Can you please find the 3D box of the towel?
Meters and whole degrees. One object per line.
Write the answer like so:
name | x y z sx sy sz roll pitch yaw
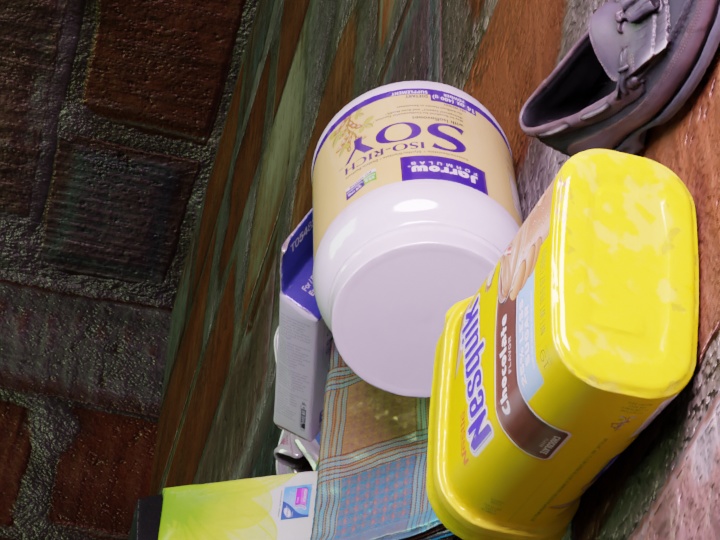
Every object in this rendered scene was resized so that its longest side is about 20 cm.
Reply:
towel | 0.028 0.108 1.378 0.147 0.022 0.200 -23 44 28

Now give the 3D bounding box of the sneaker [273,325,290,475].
sneaker | -0.038 0.145 1.881 0.099 0.071 0.200 24 -120 -76

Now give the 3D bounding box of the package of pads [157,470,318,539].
package of pads | -0.066 0.239 1.540 0.068 0.200 0.155 45 -138 -50

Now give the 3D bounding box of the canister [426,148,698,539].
canister | 0.105 0.044 1.058 0.200 0.086 0.149 119 160 -57

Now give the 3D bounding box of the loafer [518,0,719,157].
loafer | 0.143 -0.114 1.085 0.200 0.063 0.072 120 159 -62

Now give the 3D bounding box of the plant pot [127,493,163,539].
plant pot | -0.148 0.323 1.948 0.200 0.177 0.200 -104 28 -68

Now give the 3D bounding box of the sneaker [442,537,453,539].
sneaker | 0.023 0.139 1.443 0.071 0.073 0.200 -52 24 33

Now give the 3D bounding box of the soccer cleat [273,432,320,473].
soccer cleat | -0.029 0.135 1.736 0.070 0.086 0.200 116 163 -56

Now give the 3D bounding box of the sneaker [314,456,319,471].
sneaker | -0.020 0.231 1.620 0.082 0.074 0.200 -175 95 -78

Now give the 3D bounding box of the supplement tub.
supplement tub | 0.039 -0.023 1.344 0.200 0.145 0.146 -94 18 -56

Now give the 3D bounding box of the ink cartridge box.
ink cartridge box | 0.000 0.000 1.527 0.200 0.041 0.200 -52 -23 -37
